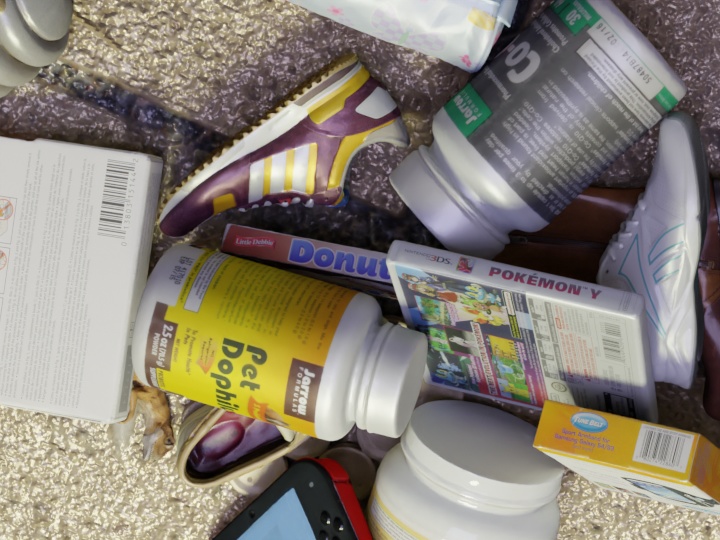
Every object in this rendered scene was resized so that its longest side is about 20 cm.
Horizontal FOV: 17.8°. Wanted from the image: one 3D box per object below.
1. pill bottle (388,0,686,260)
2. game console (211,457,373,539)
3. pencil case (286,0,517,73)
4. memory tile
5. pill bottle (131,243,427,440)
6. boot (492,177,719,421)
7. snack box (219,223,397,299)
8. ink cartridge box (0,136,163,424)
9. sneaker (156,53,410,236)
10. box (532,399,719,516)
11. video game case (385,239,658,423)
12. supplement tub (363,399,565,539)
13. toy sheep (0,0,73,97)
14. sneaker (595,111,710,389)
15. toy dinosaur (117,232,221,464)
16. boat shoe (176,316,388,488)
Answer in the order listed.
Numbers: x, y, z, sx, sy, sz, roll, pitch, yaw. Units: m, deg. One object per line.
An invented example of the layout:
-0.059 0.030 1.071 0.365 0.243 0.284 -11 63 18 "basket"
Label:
0.123 -0.100 1.628 0.200 0.113 0.113 -43 102 8 "pill bottle"
-0.047 0.255 1.753 0.031 0.178 0.200 -2 150 -38 "game console"
0.012 -0.212 1.624 0.199 0.083 0.091 22 154 -5 "pencil case"
-0.029 0.106 1.786 0.153 0.017 0.200 44 107 -11 "memory tile"
-0.057 0.056 1.658 0.199 0.109 0.110 15 112 12 "pill bottle"
0.194 0.021 1.707 0.199 0.069 0.189 0 111 6 "boot"
0.000 0.000 1.698 0.199 0.072 0.024 11 82 10 "snack box"
-0.248 0.001 1.718 0.175 0.045 0.201 9 92 10 "ink cartridge box"
-0.058 -0.069 1.691 0.200 0.075 0.090 -36 98 17 "sneaker"
0.214 0.142 1.691 0.118 0.200 0.042 12 82 24 "box"
0.119 0.050 1.643 0.181 0.023 0.200 13 156 17 "video game case"
0.068 0.215 1.748 0.145 0.146 0.201 17 112 -1 "supplement tub"
-0.274 -0.185 1.636 0.199 0.138 0.139 -11 110 22 "toy sheep"
0.207 -0.014 1.640 0.080 0.070 0.202 6 105 15 "sneaker"
-0.171 0.051 1.766 0.106 0.060 0.201 -3 119 -18 "toy dinosaur"
-0.056 0.104 1.742 0.200 0.066 0.074 -37 103 16 "boat shoe"
